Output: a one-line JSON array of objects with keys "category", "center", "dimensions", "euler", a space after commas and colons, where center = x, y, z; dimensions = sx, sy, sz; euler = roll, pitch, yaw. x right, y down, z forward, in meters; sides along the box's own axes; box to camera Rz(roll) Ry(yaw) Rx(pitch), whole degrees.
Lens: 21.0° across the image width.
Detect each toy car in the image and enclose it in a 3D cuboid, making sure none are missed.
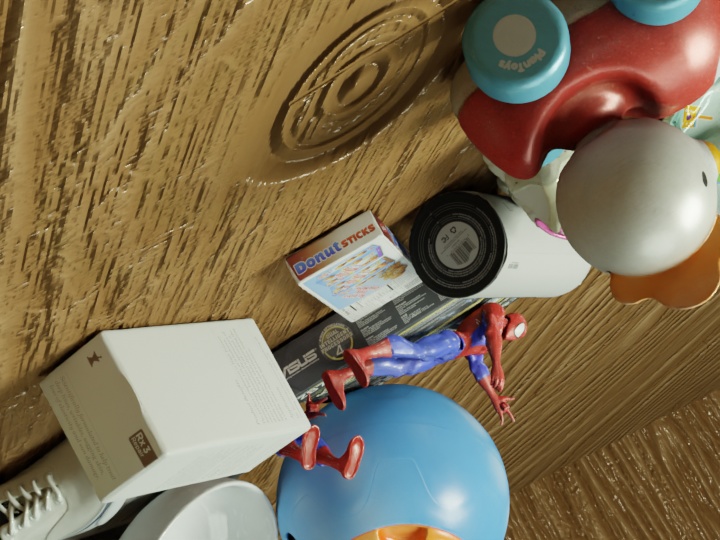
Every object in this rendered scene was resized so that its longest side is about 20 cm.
[{"category": "toy car", "center": [0.168, -0.074, 1.156], "dimensions": [0.176, 0.201, 0.184], "euler": [-29, 167, 0]}]

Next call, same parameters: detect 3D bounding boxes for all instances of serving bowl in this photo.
[{"category": "serving bowl", "center": [-0.154, 0.259, 1.608], "dimensions": [0.200, 0.066, 0.201], "euler": [-33, 132, -46]}]

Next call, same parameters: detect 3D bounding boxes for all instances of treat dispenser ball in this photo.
[{"category": "treat dispenser ball", "center": [0.028, 0.198, 1.666], "dimensions": [0.200, 0.201, 0.201], "euler": [-27, 167, -7]}]

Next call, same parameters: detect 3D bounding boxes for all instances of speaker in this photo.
[{"category": "speaker", "center": [0.113, -0.019, 1.506], "dimensions": [0.081, 0.081, 0.200], "euler": [-34, 166, 21]}]

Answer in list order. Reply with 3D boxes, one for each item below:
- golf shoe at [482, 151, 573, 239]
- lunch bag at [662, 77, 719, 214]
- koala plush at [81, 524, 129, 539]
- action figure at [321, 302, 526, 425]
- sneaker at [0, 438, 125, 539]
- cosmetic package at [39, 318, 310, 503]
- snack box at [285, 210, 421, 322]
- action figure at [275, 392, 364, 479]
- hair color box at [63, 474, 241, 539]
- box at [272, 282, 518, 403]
[{"category": "golf shoe", "center": [0.143, -0.056, 1.410], "dimensions": [0.075, 0.092, 0.200], "euler": [-33, 167, 12]}, {"category": "lunch bag", "center": [0.296, -0.085, 1.554], "dimensions": [0.199, 0.122, 0.170], "euler": [-14, 164, -22]}, {"category": "koala plush", "center": [-0.240, 0.342, 1.724], "dimensions": [0.177, 0.184, 0.201], "euler": [-22, 121, -18]}, {"category": "action figure", "center": [0.074, 0.087, 1.587], "dimensions": [0.200, 0.099, 0.065], "euler": [-20, 164, -38]}, {"category": "sneaker", "center": [-0.252, 0.185, 1.522], "dimensions": [0.200, 0.073, 0.071], "euler": [-39, 164, 34]}, {"category": "cosmetic package", "center": [-0.129, 0.097, 1.390], "dimensions": [0.074, 0.102, 0.200], "euler": [-37, 163, 25]}, {"category": "snack box", "center": [0.000, 0.000, 1.459], "dimensions": [0.072, 0.024, 0.200], "euler": [-29, 167, 5]}, {"category": "action figure", "center": [-0.066, 0.120, 1.555], "dimensions": [0.065, 0.052, 0.200], "euler": [10, -179, -30]}, {"category": "hair color box", "center": [-0.172, 0.163, 1.630], "dimensions": [0.099, 0.061, 0.200], "euler": [-40, 164, 34]}, {"category": "box", "center": [0.035, 0.046, 1.652], "dimensions": [0.200, 0.049, 0.161], "euler": [-33, 168, 16]}]
